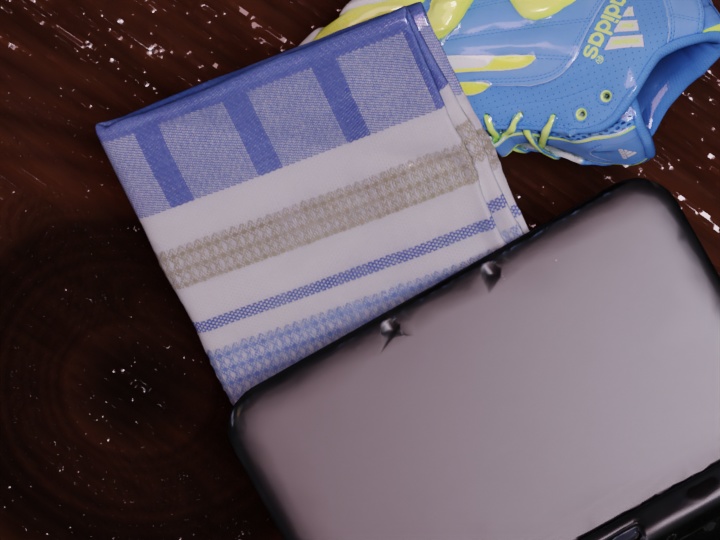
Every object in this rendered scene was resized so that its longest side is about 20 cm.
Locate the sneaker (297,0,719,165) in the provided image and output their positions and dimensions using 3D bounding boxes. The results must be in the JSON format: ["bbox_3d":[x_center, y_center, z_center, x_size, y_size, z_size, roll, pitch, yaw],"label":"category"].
[{"bbox_3d":[0.058,-0.075,1.082,0.200,0.076,0.105,-32,60,2],"label":"sneaker"}]

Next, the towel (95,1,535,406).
[{"bbox_3d":[0.000,0.000,1.084,0.147,0.024,0.200,-21,114,14],"label":"towel"}]

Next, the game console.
[{"bbox_3d":[0.077,0.089,1.093,0.200,0.176,0.116,-29,54,3],"label":"game console"}]
